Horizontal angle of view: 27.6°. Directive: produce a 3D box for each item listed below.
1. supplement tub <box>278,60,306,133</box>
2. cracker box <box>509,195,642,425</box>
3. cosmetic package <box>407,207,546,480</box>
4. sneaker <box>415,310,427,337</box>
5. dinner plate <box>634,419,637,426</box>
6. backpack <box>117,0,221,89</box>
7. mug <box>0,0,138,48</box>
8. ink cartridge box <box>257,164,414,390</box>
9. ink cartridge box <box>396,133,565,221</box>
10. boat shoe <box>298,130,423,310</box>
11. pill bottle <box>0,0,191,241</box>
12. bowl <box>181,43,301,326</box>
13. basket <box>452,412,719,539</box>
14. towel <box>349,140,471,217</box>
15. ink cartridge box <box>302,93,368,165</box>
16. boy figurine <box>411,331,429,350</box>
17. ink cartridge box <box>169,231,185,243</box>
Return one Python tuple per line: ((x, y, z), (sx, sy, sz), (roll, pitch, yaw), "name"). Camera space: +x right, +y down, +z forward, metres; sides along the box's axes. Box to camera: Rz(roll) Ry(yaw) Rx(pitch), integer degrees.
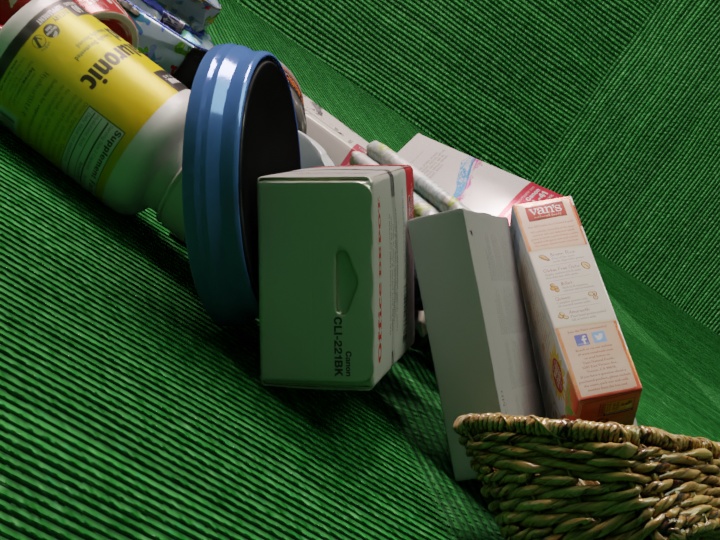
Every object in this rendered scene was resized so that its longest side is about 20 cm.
((-0.116, -0.155, 1.507), (0.122, 0.123, 0.200), (34, 11, -12), "supplement tub")
((0.172, 0.057, 1.221), (0.134, 0.057, 0.201), (88, -11, -53), "cracker box")
((0.097, 0.056, 1.158), (0.151, 0.051, 0.202), (6, 73, -73), "cosmetic package")
((0.000, 0.000, 1.346), (0.199, 0.090, 0.075), (16, -42, 32), "sneaker")
((0.173, 0.111, 1.301), (0.199, 0.024, 0.201), (21, 42, -20), "dinner plate")
((-0.249, -0.276, 1.547), (0.199, 0.147, 0.183), (31, 9, -14), "backpack")
((-0.315, -0.234, 1.309), (0.200, 0.177, 0.134), (45, -23, 24), "mug")
((-0.013, -0.002, 1.069), (0.083, 0.146, 0.200), (0, 6, 9), "ink cartridge box")
((0.121, -0.042, 1.591), (0.199, 0.086, 0.148), (29, -34, 30), "ink cartridge box")
((-0.011, -0.039, 1.250), (0.201, 0.071, 0.091), (52, 18, 26), "boat shoe")
((-0.189, -0.114, 1.128), (0.200, 0.112, 0.111), (37, 11, 4), "pill bottle")
((-0.080, -0.061, 1.047), (0.039, 0.202, 0.201), (0, 5, 11), "bowl")
((0.181, 0.141, 1.014), (0.200, 0.142, 0.150), (19, 42, -57), "basket")
((0.079, -0.028, 1.451), (0.200, 0.048, 0.171), (41, -10, 42), "towel")
((-0.068, -0.153, 1.758), (0.199, 0.083, 0.147), (36, 11, -1), "ink cartridge box")
((0.148, 0.099, 1.365), (0.200, 0.065, 0.124), (39, 45, 4), "boy figurine")
((-0.062, -0.003, 1.232), (0.199, 0.044, 0.094), (35, 12, -10), "ink cartridge box")
